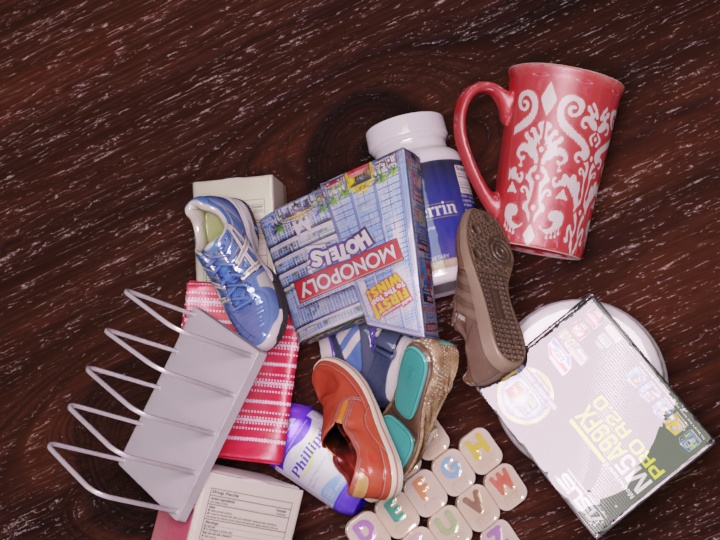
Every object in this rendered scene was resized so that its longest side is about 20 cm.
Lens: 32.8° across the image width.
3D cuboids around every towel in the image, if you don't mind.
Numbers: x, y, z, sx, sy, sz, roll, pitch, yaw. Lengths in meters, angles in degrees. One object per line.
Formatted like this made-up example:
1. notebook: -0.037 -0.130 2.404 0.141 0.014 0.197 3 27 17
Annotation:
1. towel: -0.145 0.116 1.396 0.144 0.022 0.201 6 83 10

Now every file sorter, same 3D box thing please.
1. file sorter: -0.222 0.138 1.307 0.139 0.124 0.201 28 92 47

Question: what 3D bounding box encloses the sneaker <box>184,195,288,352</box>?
1. sneaker: -0.143 0.003 1.357 0.076 0.077 0.201 -38 62 23

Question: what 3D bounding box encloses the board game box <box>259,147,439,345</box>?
1. board game box: 0.000 0.000 1.335 0.199 0.062 0.201 -23 77 17

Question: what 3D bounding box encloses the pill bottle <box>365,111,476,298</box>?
1. pill bottle: 0.073 -0.074 1.409 0.115 0.116 0.201 -15 79 8

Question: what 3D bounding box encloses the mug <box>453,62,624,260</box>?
1. mug: 0.196 -0.123 1.394 0.176 0.133 0.201 10 88 18

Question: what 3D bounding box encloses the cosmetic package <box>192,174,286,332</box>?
1. cosmetic package: -0.139 -0.006 1.460 0.104 0.071 0.201 -3 82 10

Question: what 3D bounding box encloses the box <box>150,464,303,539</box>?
1. box: -0.163 0.323 1.374 0.127 0.109 0.201 17 83 -28

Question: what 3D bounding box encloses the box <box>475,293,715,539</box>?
1. box: 0.244 0.151 1.282 0.160 0.044 0.200 -38 77 3

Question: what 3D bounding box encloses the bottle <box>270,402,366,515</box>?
1. bottle: -0.069 0.200 1.421 0.199 0.065 0.084 33 90 13

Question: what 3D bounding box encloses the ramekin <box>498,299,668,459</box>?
1. ramekin: 0.243 0.127 1.359 0.199 0.098 0.202 -1 82 11

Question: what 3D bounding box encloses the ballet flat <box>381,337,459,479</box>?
1. ballet flat: 0.062 0.156 1.312 0.071 0.065 0.201 48 133 35

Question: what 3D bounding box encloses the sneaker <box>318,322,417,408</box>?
1. sneaker: 0.024 0.057 1.400 0.146 0.080 0.201 -9 89 28

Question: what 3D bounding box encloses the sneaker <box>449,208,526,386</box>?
1. sneaker: 0.120 0.028 1.303 0.075 0.070 0.201 -40 43 40

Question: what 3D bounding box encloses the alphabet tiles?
1. alphabet tiles: 0.086 0.270 1.374 0.200 0.015 0.196 -34 90 -12

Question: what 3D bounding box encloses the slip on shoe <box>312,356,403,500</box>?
1. slip on shoe: -0.016 0.167 1.324 0.061 0.074 0.200 -2 40 -24
